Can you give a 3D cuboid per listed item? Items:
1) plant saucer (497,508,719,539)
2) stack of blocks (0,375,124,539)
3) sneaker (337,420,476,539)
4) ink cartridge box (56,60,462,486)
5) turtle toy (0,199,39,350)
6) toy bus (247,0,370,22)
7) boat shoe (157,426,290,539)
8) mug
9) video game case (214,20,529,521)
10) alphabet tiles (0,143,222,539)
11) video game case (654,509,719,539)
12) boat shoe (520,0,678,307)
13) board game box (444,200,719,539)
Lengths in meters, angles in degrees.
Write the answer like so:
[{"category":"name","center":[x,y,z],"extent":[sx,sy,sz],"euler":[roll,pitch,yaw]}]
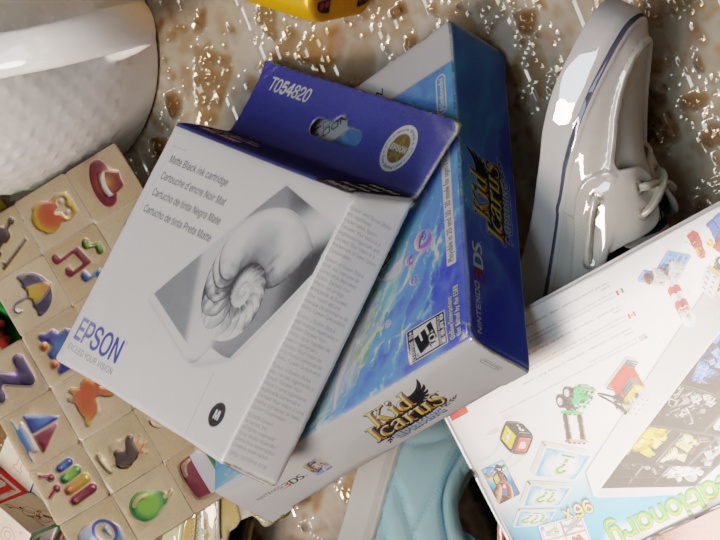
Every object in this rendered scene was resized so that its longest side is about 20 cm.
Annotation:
[{"category":"plant saucer","center":[0.162,0.155,1.178],"extent":[0.199,0.037,0.201],"euler":[7,102,30]},{"category":"stack of blocks","center":[-0.177,0.133,1.386],"extent":[0.059,0.115,0.200],"euler":[37,118,22]},{"category":"sneaker","center":[0.025,0.162,1.244],"extent":[0.082,0.074,0.201],"euler":[13,82,6]},{"category":"ink cartridge box","center":[-0.058,-0.012,1.217],"extent":[0.199,0.041,0.201],"euler":[22,84,56]},{"category":"turtle toy","center":[-0.229,0.023,1.394],"extent":[0.101,0.146,0.200],"euler":[42,117,-4]},{"category":"toy bus","center":[-0.053,-0.185,1.260],"extent":[0.199,0.065,0.079],"euler":[21,112,29]},{"category":"boat shoe","center":[-0.074,0.124,1.343],"extent":[0.076,0.072,0.201],"euler":[12,102,17]},{"category":"mug","center":[-0.202,-0.114,1.310],"extent":[0.199,0.175,0.148],"euler":[-9,96,35]},{"category":"video game case","center":[0.000,0.000,1.211],"extent":[0.181,0.045,0.201],"euler":[-34,42,35]},{"category":"alphabet tiles","center":[-0.126,0.039,1.308],"extent":[0.167,0.008,0.200],"euler":[-31,80,-1]},{"category":"video game case","center":[0.159,0.211,1.231],"extent":[0.182,0.023,0.200],"euler":[51,124,14]},{"category":"boat shoe","center":[0.122,-0.032,1.174],"extent":[0.066,0.072,0.201],"euler":[21,112,23]},{"category":"board game box","center":[0.135,0.058,1.134],"extent":[0.200,0.035,0.127],"euler":[-30,85,32]}]
